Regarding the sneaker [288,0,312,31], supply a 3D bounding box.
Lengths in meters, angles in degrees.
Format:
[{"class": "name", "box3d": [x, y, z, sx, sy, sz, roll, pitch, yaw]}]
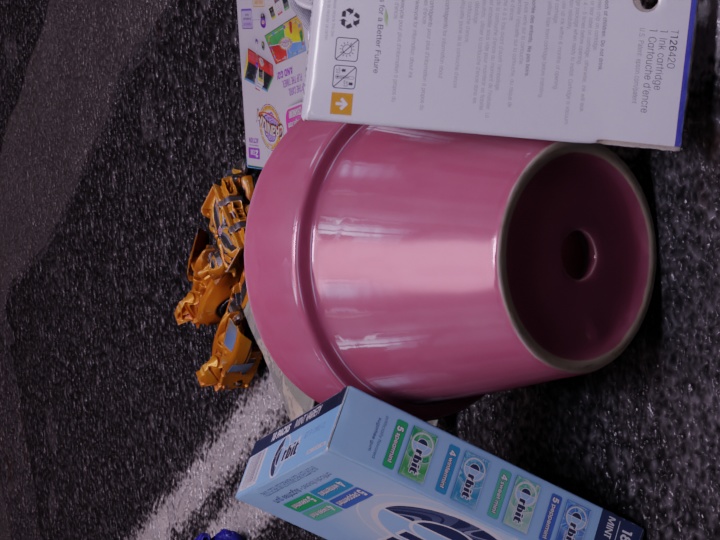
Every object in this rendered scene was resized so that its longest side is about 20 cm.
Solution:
[{"class": "sneaker", "box3d": [0.034, -0.163, 1.147, 0.199, 0.115, 0.076, 25, 123, 22]}]

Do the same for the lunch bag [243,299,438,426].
[{"class": "lunch bag", "box3d": [0.000, 0.000, 1.361, 0.164, 0.117, 0.201, -118, 34, -47]}]

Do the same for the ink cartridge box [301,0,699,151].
[{"class": "ink cartridge box", "box3d": [0.076, -0.168, 1.034, 0.047, 0.198, 0.199, -121, 36, -78]}]

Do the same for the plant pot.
[{"class": "plant pot", "box3d": [0.062, -0.009, 1.143, 0.178, 0.199, 0.202, 1, 97, 51]}]

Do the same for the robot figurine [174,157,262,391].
[{"class": "robot figurine", "box3d": [-0.105, 0.004, 1.676, 0.201, 0.058, 0.146, 109, 145, -46]}]

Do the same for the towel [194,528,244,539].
[{"class": "towel", "box3d": [-0.164, 0.343, 1.806, 0.148, 0.049, 0.201, -39, 36, 50]}]

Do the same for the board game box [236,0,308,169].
[{"class": "board game box", "box3d": [-0.049, -0.175, 1.523, 0.153, 0.040, 0.202, -164, 69, -65]}]

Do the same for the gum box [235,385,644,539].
[{"class": "gum box", "box3d": [0.043, 0.146, 1.206, 0.170, 0.199, 0.045, -35, 32, 63]}]
